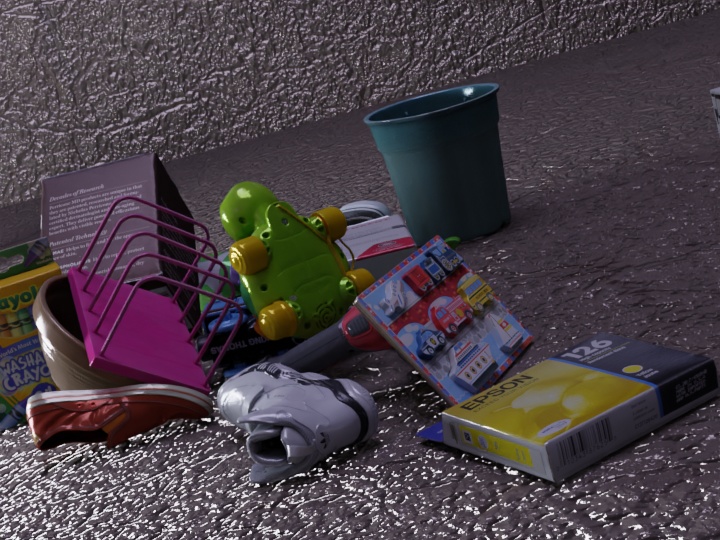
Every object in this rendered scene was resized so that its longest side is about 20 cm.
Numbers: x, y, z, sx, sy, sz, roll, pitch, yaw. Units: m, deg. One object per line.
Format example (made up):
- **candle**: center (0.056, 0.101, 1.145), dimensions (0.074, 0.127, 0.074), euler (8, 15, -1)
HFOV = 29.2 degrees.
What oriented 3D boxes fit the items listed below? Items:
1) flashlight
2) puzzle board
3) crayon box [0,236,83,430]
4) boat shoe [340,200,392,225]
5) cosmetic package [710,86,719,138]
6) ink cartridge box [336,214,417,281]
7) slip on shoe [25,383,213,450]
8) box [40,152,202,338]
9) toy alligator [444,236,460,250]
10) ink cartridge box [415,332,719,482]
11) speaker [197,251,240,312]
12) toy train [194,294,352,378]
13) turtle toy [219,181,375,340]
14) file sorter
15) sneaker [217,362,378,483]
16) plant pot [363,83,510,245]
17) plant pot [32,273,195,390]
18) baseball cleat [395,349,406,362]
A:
- **flashlight**: center (-0.029, 0.082, 1.427), dimensions (0.200, 0.068, 0.068), euler (-32, 23, 23)
- **puzzle board**: center (0.090, 0.048, 1.386), dimensions (0.017, 0.151, 0.200), euler (-47, -6, 33)
- **crayon box**: center (-0.401, 0.075, 1.652), dimensions (0.125, 0.200, 0.052), euler (-19, 14, -15)
- **boat shoe**: center (-0.046, -0.043, 2.056), dimensions (0.200, 0.072, 0.071), euler (-20, 19, 25)
- **cosmetic package**: center (0.594, -0.232, 2.079), dimensions (0.051, 0.083, 0.200), euler (-19, 14, -6)
- **ink cartridge box**: center (0.000, 0.000, 1.774), dimensions (0.145, 0.084, 0.200), euler (-15, 13, -1)
- **slip on shoe**: center (-0.256, 0.159, 1.479), dimensions (0.199, 0.061, 0.074), euler (-4, -23, -4)
- **box**: center (-0.314, -0.016, 1.822), dimensions (0.164, 0.166, 0.200), euler (-14, 56, 7)
- **toy alligator**: center (0.051, 0.035, 1.650), dimensions (0.200, 0.054, 0.059), euler (-37, 7, 17)
- **ink cartridge box**: center (0.177, 0.111, 1.226), dimensions (0.197, 0.047, 0.200), euler (-24, 20, -29)
- **speaker**: center (-0.235, 0.020, 1.943), dimensions (0.200, 0.089, 0.088), euler (-5, 17, 36)
- **toy train**: center (-0.094, 0.062, 1.612), dimensions (0.200, 0.087, 0.114), euler (-14, 16, 4)
- **turtle toy**: center (-0.084, -0.009, 1.498), dimensions (0.146, 0.200, 0.101), euler (-22, -7, -33)
- **file sorter**: center (-0.225, 0.023, 1.541), dimensions (0.139, 0.126, 0.200), euler (21, 20, -29)
- **sneaker**: center (-0.089, 0.143, 1.317), dimensions (0.200, 0.075, 0.115), euler (2, 19, 42)
- **plant pot**: center (0.124, -0.149, 1.996), dimensions (0.200, 0.197, 0.200), euler (-14, 13, 3)
- **plant pot**: center (-0.293, 0.096, 1.592), dimensions (0.201, 0.093, 0.201), euler (28, 18, -10)
- **baseball cleat**: center (0.060, 0.067, 1.524), dimensions (0.106, 0.070, 0.200), euler (-26, 5, 28)
